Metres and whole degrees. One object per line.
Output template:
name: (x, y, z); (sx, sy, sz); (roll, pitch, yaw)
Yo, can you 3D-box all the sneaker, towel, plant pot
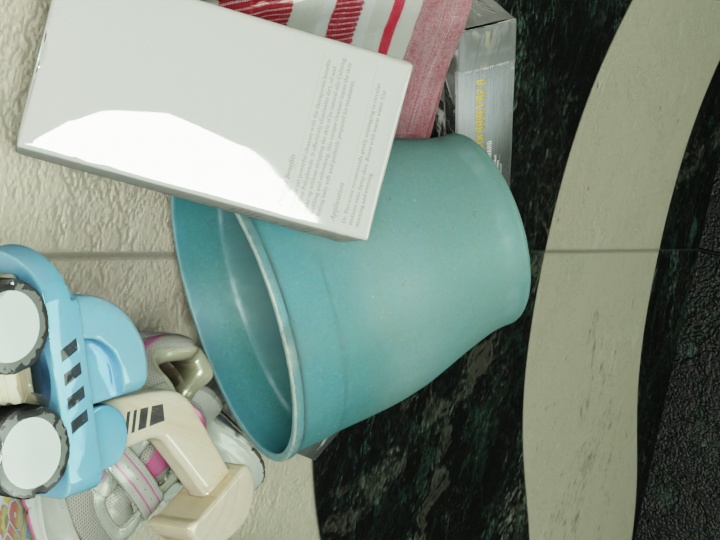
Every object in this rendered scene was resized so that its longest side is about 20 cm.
sneaker: (-0.141, 0.105, 1.038); (0.081, 0.088, 0.200); (63, 25, -45)
sneaker: (-0.130, 0.126, 1.204); (0.087, 0.074, 0.200); (-51, 151, -13)
towel: (-0.029, -0.125, 1.128); (0.200, 0.023, 0.144); (-10, 139, -24)
plant pot: (0.000, 0.000, 1.125); (0.188, 0.200, 0.200); (-18, 128, -20)

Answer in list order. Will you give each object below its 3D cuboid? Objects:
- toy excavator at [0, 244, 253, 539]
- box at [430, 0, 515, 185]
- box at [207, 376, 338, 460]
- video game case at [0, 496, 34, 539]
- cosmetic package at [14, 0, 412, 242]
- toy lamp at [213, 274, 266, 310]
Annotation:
toy excavator: (-0.145, 0.075, 0.933); (0.200, 0.100, 0.195); (-17, 103, -45)
box: (0.047, -0.152, 1.288); (0.048, 0.200, 0.159); (-16, 128, -18)
box: (-0.025, 0.063, 1.326); (0.158, 0.048, 0.200); (-49, 162, -1)
video game case: (-0.187, 0.215, 1.009); (0.200, 0.023, 0.182); (-82, 156, -48)
cosmetic package: (-0.084, -0.091, 0.966); (0.085, 0.200, 0.108); (-177, -77, -80)
toy lamp: (-0.082, -0.051, 1.213); (0.058, 0.058, 0.200); (-18, 118, -66)
